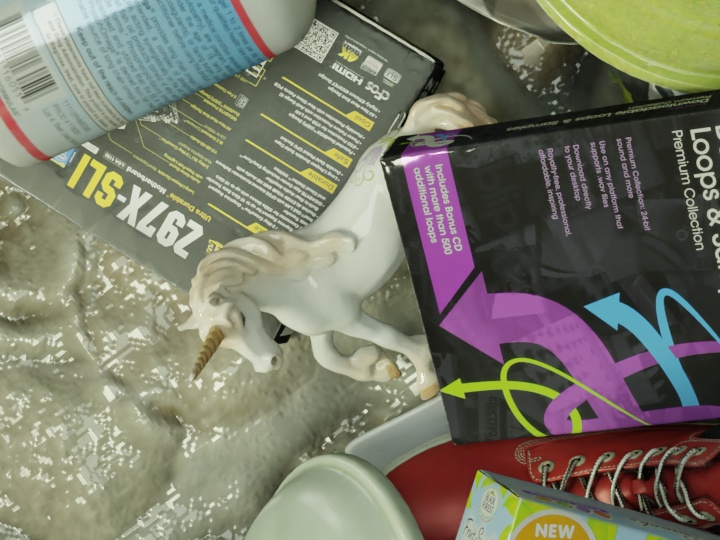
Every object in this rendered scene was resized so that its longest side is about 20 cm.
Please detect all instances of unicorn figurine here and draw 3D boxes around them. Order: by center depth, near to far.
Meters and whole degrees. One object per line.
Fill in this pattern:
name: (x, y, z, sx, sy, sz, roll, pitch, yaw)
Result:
unicorn figurine: (0.000, 0.000, 1.195, 0.137, 0.074, 0.201, 41, 72, -32)

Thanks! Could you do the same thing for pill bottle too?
pill bottle: (-0.091, -0.133, 1.167, 0.199, 0.109, 0.109, -23, 88, 7)

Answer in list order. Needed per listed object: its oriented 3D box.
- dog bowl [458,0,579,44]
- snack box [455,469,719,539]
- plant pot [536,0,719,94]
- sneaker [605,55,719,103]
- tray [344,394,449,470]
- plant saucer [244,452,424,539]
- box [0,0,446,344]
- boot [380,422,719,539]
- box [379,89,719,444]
dog bowl: (0.100, -0.205, 1.216, 0.199, 0.059, 0.201, 0, 90, 7)
snack box: (0.102, 0.203, 1.078, 0.168, 0.068, 0.201, 16, 91, -16)
plant pot: (0.166, -0.197, 1.059, 0.199, 0.184, 0.202, 2, 74, -6)
sneaker: (0.190, -0.069, 1.158, 0.085, 0.074, 0.200, -43, 86, -9)
tray: (0.083, 0.149, 1.243, 0.107, 0.022, 0.201, -27, 88, 6)
plant saucer: (-0.026, 0.184, 1.172, 0.050, 0.200, 0.201, 2, 91, -28)
box: (-0.083, -0.083, 1.246, 0.199, 0.049, 0.160, 31, 97, 5)
boot: (0.105, 0.099, 1.152, 0.199, 0.144, 0.073, -7, 86, -10)
box: (0.120, -0.002, 1.124, 0.199, 0.036, 0.144, -8, 109, 21)
